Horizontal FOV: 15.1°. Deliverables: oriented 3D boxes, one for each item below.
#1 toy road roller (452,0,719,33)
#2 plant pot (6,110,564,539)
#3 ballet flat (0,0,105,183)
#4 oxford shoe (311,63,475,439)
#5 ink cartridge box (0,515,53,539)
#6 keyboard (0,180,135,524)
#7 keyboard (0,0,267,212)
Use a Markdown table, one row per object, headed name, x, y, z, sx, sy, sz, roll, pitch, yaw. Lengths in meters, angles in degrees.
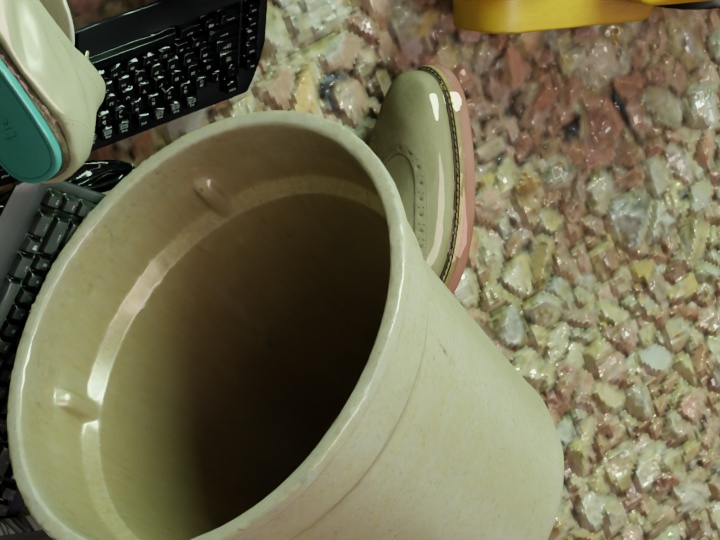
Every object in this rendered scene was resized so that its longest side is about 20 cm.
| name | x | y | z | sx | sy | sz | roll | pitch | yaw |
| --- | --- | --- | --- | --- | --- | --- | --- | --- | --- |
| toy road roller | 0.140 | -0.175 | 1.250 | 0.199 | 0.146 | 0.124 | -8 | 104 | -28 |
| plant pot | -0.014 | 0.065 | 1.142 | 0.183 | 0.200 | 0.201 | 39 | 81 | -43 |
| ballet flat | -0.161 | -0.125 | 1.067 | 0.069 | 0.069 | 0.201 | -39 | 120 | -16 |
| oxford shoe | 0.000 | 0.000 | 1.255 | 0.074 | 0.070 | 0.201 | 9 | 96 | -28 |
| ink cartridge box | -0.157 | 0.190 | 1.186 | 0.199 | 0.083 | 0.146 | -5 | 116 | -29 |
| keyboard | -0.139 | 0.060 | 1.194 | 0.127 | 0.021 | 0.201 | 16 | 106 | -41 |
| keyboard | -0.123 | -0.056 | 1.162 | 0.199 | 0.040 | 0.104 | -22 | 149 | -22 |
